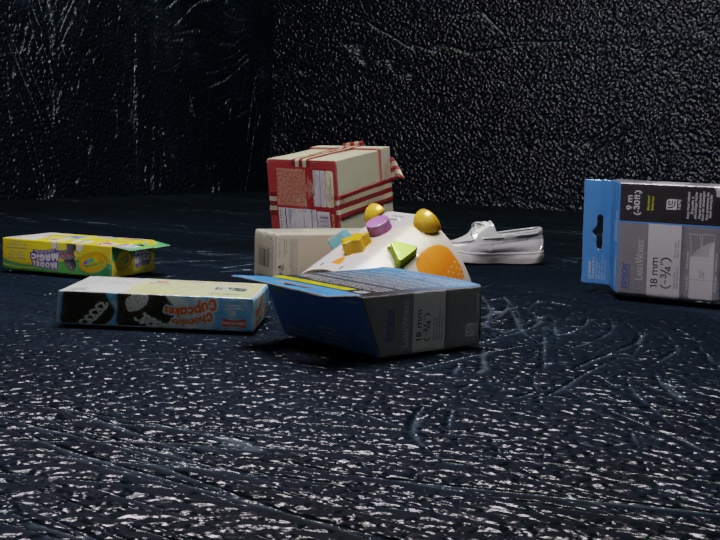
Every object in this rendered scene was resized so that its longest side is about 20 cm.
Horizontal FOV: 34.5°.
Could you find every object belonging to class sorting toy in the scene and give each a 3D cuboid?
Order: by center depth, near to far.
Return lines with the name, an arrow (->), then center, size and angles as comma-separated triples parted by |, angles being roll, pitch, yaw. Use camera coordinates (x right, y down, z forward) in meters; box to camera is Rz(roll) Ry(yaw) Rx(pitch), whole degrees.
sorting toy -> 0.000, 0.000, 1.420 | 0.179, 0.108, 0.199 | -27, 23, -35

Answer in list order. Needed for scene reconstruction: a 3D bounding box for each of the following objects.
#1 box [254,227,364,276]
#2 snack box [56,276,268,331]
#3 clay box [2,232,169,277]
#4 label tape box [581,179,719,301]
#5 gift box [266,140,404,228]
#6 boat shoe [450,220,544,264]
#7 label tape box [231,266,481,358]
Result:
box -> -0.043, -0.022, 1.602 | 0.198, 0.069, 0.082 | -1, 7, -26
snack box -> -0.200, 0.034, 1.200 | 0.198, 0.038, 0.116 | 2, 7, 3
clay box -> -0.371, -0.021, 1.579 | 0.198, 0.048, 0.115 | 6, 7, 20
label tape box -> 0.374, -0.041, 1.499 | 0.198, 0.146, 0.063 | 5, 9, 29
gift box -> -0.033, -0.123, 2.043 | 0.198, 0.187, 0.186 | 11, 19, 33
boat shoe -> 0.207, -0.047, 1.891 | 0.198, 0.069, 0.072 | 1, 7, -8
label tape box -> -0.004, 0.039, 1.100 | 0.199, 0.064, 0.143 | -4, 9, -41
